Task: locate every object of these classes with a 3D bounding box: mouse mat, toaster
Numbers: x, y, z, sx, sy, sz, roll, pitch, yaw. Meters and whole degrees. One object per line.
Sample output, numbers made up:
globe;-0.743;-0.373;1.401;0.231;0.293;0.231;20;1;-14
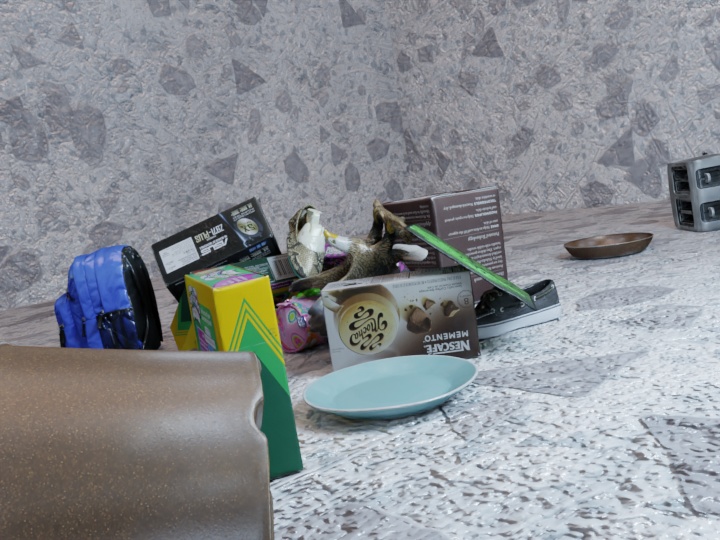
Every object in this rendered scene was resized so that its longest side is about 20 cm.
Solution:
mouse mat;0.149;-0.009;0.982;0.198;0.008;0.161;31;10;5
toaster;0.868;-0.201;1.846;0.116;0.184;0.200;-9;7;3

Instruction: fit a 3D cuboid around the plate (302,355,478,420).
plate;0.034;0.131;0.807;0.196;0.026;0.200;-9;7;1

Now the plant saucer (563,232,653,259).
plant saucer;0.565;-0.055;1.666;0.196;0.035;0.200;-9;6;1

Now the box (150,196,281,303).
box;-0.241;-0.017;1.282;0.197;0.087;0.164;-25;-24;-7

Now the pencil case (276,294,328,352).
pencil case;-0.049;0.071;1.191;0.198;0.089;0.087;-14;8;-44

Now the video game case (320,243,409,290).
video game case;0.003;0.017;1.293;0.197;0.182;0.036;-3;52;39

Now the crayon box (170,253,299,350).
crayon box;-0.211;0.053;1.255;0.197;0.059;0.173;-12;-26;-34

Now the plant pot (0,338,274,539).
plant pot;-0.152;0.128;0.418;0.194;0.205;0.200;-3;5;-11

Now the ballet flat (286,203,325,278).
ballet flat;-0.088;-0.061;1.230;0.067;0.076;0.201;24;23;-18

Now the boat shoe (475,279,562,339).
boat shoe;0.207;0.053;1.066;0.196;0.068;0.070;-11;7;-17

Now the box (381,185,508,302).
box;0.158;-0.043;1.368;0.162;0.204;0.165;-12;8;-32

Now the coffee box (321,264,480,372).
coffee box;0.055;0.064;0.975;0.196;0.115;0.080;-7;6;6

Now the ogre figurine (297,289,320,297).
ogre figurine;-0.152;0.055;1.458;0.197;0.099;0.120;-25;26;-5

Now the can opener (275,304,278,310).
can opener;-0.173;0.111;1.186;0.063;0.079;0.199;35;26;16

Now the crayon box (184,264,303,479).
crayon box;-0.120;0.089;0.716;0.057;0.176;0.199;-11;7;-20

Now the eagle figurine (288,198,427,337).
eagle figurine;-0.006;-0.004;1.093;0.150;0.202;0.151;34;9;13

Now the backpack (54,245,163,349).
backpack;-0.449;0.062;1.291;0.165;0.204;0.162;-10;7;-9
